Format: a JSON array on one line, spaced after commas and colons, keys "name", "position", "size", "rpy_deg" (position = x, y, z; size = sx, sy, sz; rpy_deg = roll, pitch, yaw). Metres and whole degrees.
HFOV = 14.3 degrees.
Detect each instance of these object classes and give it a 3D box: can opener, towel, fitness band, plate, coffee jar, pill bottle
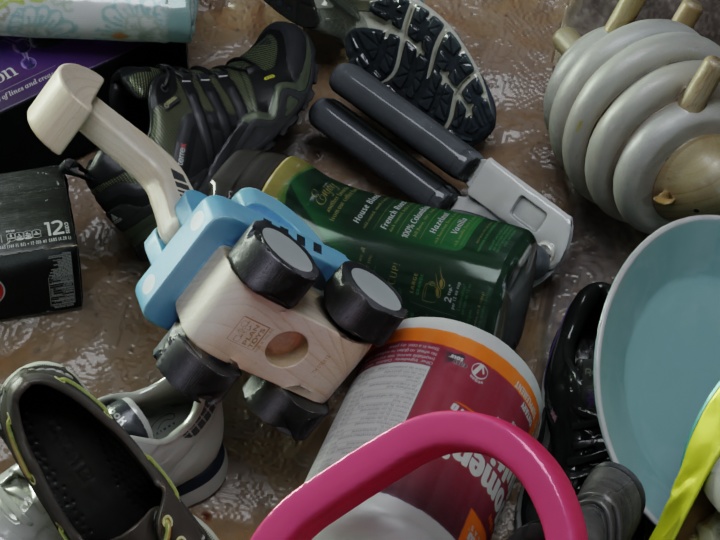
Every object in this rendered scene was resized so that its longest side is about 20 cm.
[{"name": "can opener", "position": [0.045, -0.060, 1.781], "size": [0.200, 0.067, 0.053], "rpy_deg": [37, 103, 21]}, {"name": "towel", "position": [-0.184, -0.223, 1.839], "size": [0.170, 0.048, 0.201], "rpy_deg": [0, 49, 2]}, {"name": "fitness band", "position": [0.022, 0.159, 1.470], "size": [0.200, 0.037, 0.144], "rpy_deg": [-33, 67, 17]}, {"name": "plate", "position": [0.204, 0.069, 1.647], "size": [0.199, 0.026, 0.201], "rpy_deg": [7, 78, -36]}, {"name": "coffee jar", "position": [0.000, 0.000, 1.714], "size": [0.199, 0.105, 0.085], "rpy_deg": [18, 33, 13]}, {"name": "pill bottle", "position": [0.022, 0.131, 1.602], "size": [0.109, 0.110, 0.200], "rpy_deg": [16, 52, 12]}]

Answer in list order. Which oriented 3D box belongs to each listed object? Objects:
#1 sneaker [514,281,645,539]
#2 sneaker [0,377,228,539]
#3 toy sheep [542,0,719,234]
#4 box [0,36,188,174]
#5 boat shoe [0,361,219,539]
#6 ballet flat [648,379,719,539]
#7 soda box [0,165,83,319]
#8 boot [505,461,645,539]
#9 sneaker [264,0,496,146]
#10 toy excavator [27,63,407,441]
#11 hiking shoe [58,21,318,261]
[{"name": "sneaker", "position": [0.129, 0.096, 1.648], "size": [0.075, 0.088, 0.201], "rpy_deg": [2, 51, 0]}, {"name": "sneaker", "position": [-0.166, 0.118, 1.629], "size": [0.200, 0.081, 0.076], "rpy_deg": [-32, 59, -23]}, {"name": "toy sheep", "position": [0.179, -0.098, 1.785], "size": [0.137, 0.138, 0.200], "rpy_deg": [-18, 41, -16]}, {"name": "box", "position": [-0.230, -0.134, 1.841], "size": [0.199, 0.079, 0.141], "rpy_deg": [-28, 54, -23]}, {"name": "boat shoe", "position": [-0.130, 0.138, 1.567], "size": [0.072, 0.061, 0.201], "rpy_deg": [-39, 94, -5]}, {"name": "ballet flat", "position": [0.195, 0.141, 1.560], "size": [0.067, 0.201, 0.067], "rpy_deg": [21, 15, -28]}, {"name": "soda box", "position": [-0.272, -0.007, 1.741], "size": [0.199, 0.063, 0.071], "rpy_deg": [-8, 50, -9]}, {"name": "boot", "position": [0.085, 0.202, 1.547], "size": [0.070, 0.200, 0.132], "rpy_deg": [40, 21, 10]}, {"name": "sneaker", "position": [0.024, -0.162, 1.869], "size": [0.200, 0.078, 0.086], "rpy_deg": [46, 29, 14]}, {"name": "toy excavator", "position": [-0.092, -0.020, 1.643], "size": [0.194, 0.100, 0.200], "rpy_deg": [26, 22, -33]}, {"name": "hiking shoe", "position": [-0.102, -0.103, 1.793], "size": [0.101, 0.076, 0.200], "rpy_deg": [46, 54, -16]}]
